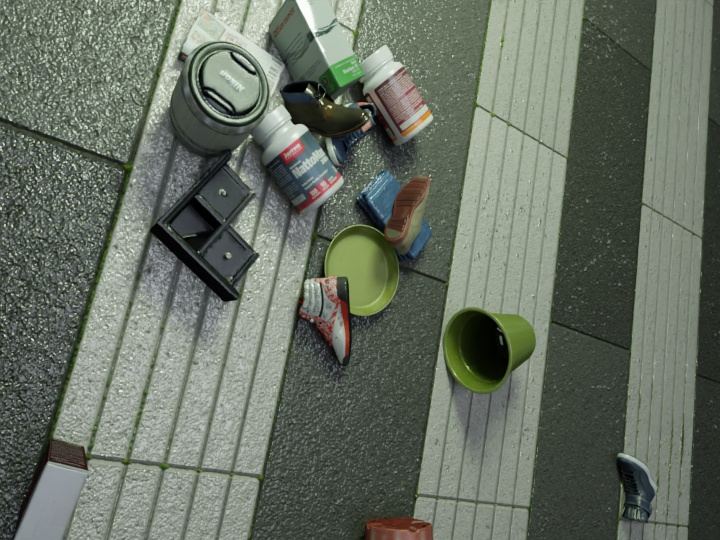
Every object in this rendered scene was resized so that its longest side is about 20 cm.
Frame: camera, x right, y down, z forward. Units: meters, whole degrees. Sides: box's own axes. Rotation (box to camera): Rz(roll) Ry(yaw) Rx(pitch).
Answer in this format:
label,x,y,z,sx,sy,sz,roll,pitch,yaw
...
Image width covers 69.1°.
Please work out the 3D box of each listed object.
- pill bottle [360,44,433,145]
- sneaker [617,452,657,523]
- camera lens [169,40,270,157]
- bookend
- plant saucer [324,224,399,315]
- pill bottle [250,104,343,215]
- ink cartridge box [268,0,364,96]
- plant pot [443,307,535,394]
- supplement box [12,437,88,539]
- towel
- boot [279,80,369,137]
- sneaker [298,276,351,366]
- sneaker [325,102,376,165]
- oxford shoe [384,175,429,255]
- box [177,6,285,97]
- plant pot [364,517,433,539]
label,x,y,z,sx,sy,sz,roll,pitch,yaw
pill bottle,0.076,-0.412,1.234,0.114,0.113,0.202,-42,106,-26
sneaker,0.823,0.665,1.579,0.203,0.076,0.147,50,61,-18
camera lens,-0.265,-0.311,0.972,0.156,0.198,0.166,4,82,-29
bookend,-0.261,-0.083,1.013,0.201,0.091,0.200,47,64,-19
plant saucer,0.000,0.000,1.193,0.195,0.031,0.207,3,84,-31
pill bottle,-0.136,-0.230,1.087,0.120,0.119,0.202,-45,106,-26
ink cartridge box,-0.098,-0.470,1.119,0.082,0.145,0.204,-35,103,-29
plant pot,0.337,0.183,1.300,0.187,0.197,0.207,-6,87,-43
supplement box,-0.463,0.331,0.787,0.060,0.198,0.112,25,73,-26
towel,0.084,-0.130,1.246,0.112,0.048,0.201,-47,107,-25
boot,-0.080,-0.335,1.074,0.076,0.195,0.098,-66,147,-31
sneaker,-0.074,0.109,1.124,0.104,0.068,0.207,-1,113,4
sneaker,-0.015,-0.308,1.144,0.076,0.082,0.204,62,33,-42
oxford shoe,0.115,-0.130,1.211,0.203,0.069,0.075,-61,139,-23
box,-0.263,-0.433,1.081,0.197,0.034,0.113,28,72,-25
plant pot,0.080,0.636,1.092,0.196,0.199,0.202,10,71,-28
